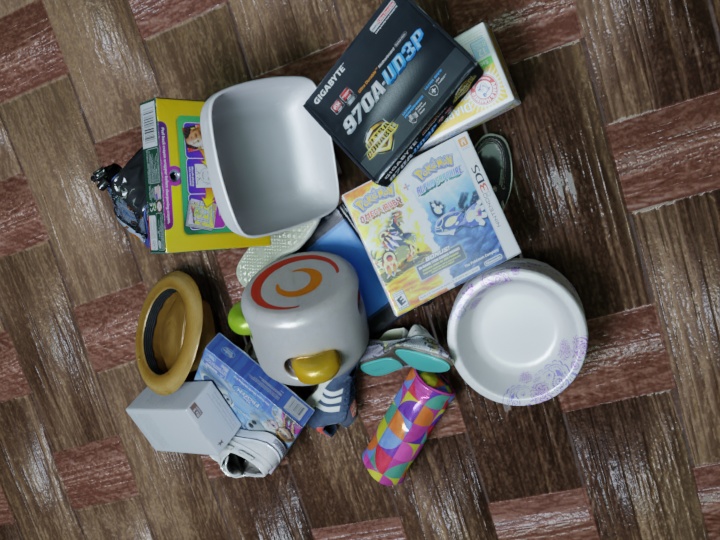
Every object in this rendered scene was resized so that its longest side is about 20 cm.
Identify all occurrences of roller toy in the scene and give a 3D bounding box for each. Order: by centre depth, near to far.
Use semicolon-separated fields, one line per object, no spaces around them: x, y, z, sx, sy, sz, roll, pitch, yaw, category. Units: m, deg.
-0.077;0.075;1.089;0.197;0.182;0.143;16;132;38;roller toy

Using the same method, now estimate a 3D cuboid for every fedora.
-0.301;0.107;1.227;0.197;0.081;0.207;-9;76;39;fedora

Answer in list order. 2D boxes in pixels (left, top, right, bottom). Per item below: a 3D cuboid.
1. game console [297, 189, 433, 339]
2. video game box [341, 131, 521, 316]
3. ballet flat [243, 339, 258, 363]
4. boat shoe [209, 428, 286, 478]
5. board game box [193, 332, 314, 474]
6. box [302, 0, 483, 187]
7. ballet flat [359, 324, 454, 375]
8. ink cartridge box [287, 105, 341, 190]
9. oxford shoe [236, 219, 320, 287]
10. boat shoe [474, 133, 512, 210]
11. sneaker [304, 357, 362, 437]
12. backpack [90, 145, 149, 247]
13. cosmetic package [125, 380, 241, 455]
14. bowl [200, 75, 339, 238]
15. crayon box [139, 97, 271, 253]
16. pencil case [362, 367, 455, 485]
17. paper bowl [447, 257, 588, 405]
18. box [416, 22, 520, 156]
0.000;0.000;1.114;0.117;0.171;0.202;-37;91;-6;game console
0.098;-0.064;1.012;0.196;0.047;0.186;-27;89;0;video game box
-0.172;0.146;1.223;0.074;0.064;0.204;24;109;9;ballet flat
-0.203;0.310;1.211;0.197;0.066;0.073;-6;122;43;boat shoe
-0.190;0.227;1.213;0.198;0.043;0.200;38;140;5;board game box
0.041;-0.239;0.963;0.201;0.046;0.159;-47;73;15;box
0.070;0.117;1.112;0.198;0.071;0.074;-15;100;51;ballet flat
-0.142;-0.164;1.137;0.196;0.067;0.119;-21;97;20;ink cartridge box
-0.125;-0.048;1.159;0.200;0.057;0.076;-47;73;28;oxford shoe
0.175;-0.095;1.064;0.072;0.060;0.205;16;107;12;boat shoe
-0.028;0.198;1.175;0.084;0.075;0.201;38;133;4;sneaker
-0.294;-0.123;1.127;0.154;0.190;0.200;46;66;-1;backpack
-0.301;0.248;1.232;0.197;0.074;0.103;-9;120;41;cosmetic package
-0.132;-0.158;1.016;0.074;0.197;0.206;3;108;47;bowl
-0.215;-0.132;1.030;0.057;0.170;0.206;2;96;48;crayon box
0.075;0.247;1.167;0.087;0.088;0.203;31;111;7;pencil case
0.228;0.083;1.064;0.195;0.104;0.206;4;108;13;paper bowl
0.113;-0.242;1.022;0.196;0.101;0.115;-25;90;20;box
